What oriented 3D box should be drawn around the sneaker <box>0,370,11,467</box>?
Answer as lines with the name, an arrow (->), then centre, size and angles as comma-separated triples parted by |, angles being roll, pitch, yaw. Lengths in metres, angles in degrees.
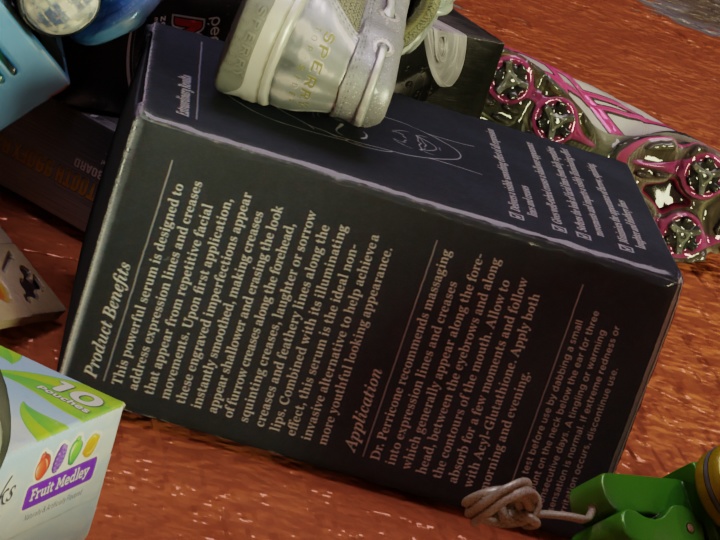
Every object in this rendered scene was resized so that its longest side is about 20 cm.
sneaker -> -0.135, 0.002, 0.728 | 0.079, 0.076, 0.200 | 7, 20, -40

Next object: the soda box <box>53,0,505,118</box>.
soda box -> -0.043, -0.095, 1.177 | 0.199, 0.064, 0.071 | 8, 19, -30

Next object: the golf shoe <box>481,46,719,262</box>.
golf shoe -> 0.097, -0.063, 1.395 | 0.199, 0.073, 0.092 | 25, 8, -13

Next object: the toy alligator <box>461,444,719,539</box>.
toy alligator -> 0.108, 0.094, 0.926 | 0.200, 0.059, 0.054 | -1, 65, -48

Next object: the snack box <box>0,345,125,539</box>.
snack box -> -0.175, 0.049, 0.758 | 0.142, 0.053, 0.200 | 25, 17, 18

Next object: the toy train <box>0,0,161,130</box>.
toy train -> -0.145, -0.131, 1.060 | 0.087, 0.114, 0.200 | 54, 9, -33

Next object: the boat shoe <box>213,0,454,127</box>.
boat shoe -> 0.005, -0.098, 1.025 | 0.065, 0.075, 0.202 | 26, 20, 6

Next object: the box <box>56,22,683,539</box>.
box -> 0.000, 0.000, 1.009 | 0.199, 0.107, 0.149 | 17, 16, -7

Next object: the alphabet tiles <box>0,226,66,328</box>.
alphabet tiles -> -0.186, -0.057, 0.987 | 0.200, 0.008, 0.167 | 51, 13, 8

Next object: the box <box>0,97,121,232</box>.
box -> -0.070, -0.052, 1.207 | 0.158, 0.049, 0.200 | 27, 18, 30
